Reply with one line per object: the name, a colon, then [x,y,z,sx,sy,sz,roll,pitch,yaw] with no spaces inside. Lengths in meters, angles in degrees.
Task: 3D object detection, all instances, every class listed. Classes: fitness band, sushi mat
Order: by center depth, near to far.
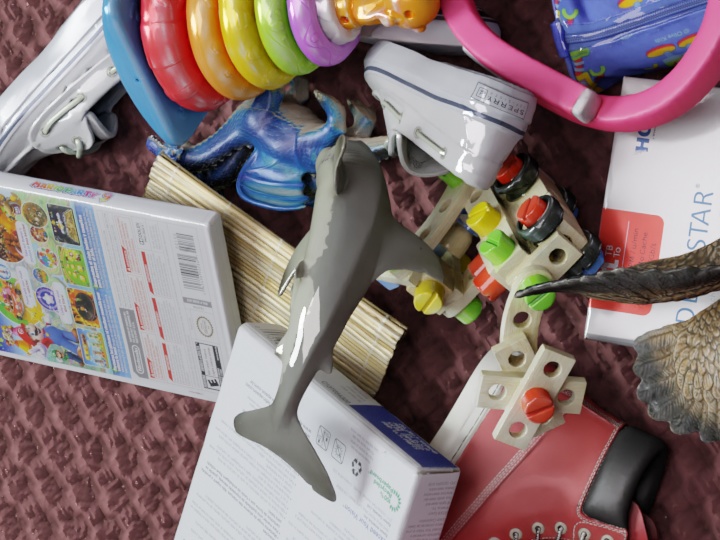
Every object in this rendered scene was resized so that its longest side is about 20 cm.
fitness band: [0.130,-0.162,1.616,0.200,0.037,0.144,34,92,35]
sushi mat: [-0.063,0.015,1.768,0.200,0.012,0.096,35,133,17]

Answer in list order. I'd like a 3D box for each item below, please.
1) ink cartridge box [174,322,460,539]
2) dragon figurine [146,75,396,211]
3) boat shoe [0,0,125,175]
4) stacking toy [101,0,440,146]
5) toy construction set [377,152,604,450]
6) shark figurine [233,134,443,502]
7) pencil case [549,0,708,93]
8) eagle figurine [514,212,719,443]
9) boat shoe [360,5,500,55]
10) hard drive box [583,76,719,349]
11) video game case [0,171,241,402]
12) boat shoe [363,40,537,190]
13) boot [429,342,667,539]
ink cartridge box: [-0.035,0.162,1.707,0.196,0.043,0.201,37,117,46]
dragon figurine: [-0.039,-0.066,1.765,0.199,0.059,0.100,25,100,28]
boat shoe: [-0.187,-0.104,1.823,0.067,0.074,0.200,42,114,3]
stacking toy: [-0.041,-0.152,1.673,0.199,0.110,0.116,-5,127,30]
toy construction set: [0.076,0.005,1.650,0.131,0.092,0.200,-45,39,12]
shark figurine: [-0.001,0.012,1.620,0.089,0.128,0.215,17,69,-7]
pencil case: [0.203,-0.161,1.640,0.199,0.087,0.078,-16,91,25]
eagle figurine: [0.206,0.002,1.530,0.200,0.151,0.152,-43,81,6]
boat shoe: [-0.001,-0.176,1.751,0.199,0.072,0.068,14,94,32]
hard drive box: [0.242,-0.020,1.621,0.199,0.077,0.157,8,91,26]
video game case: [-0.167,0.009,1.803,0.199,0.018,0.144,11,130,25]
boat shoe: [0.038,-0.088,1.655,0.073,0.200,0.067,23,91,-16]
boot: [0.093,0.162,1.690,0.144,0.072,0.201,34,99,21]
